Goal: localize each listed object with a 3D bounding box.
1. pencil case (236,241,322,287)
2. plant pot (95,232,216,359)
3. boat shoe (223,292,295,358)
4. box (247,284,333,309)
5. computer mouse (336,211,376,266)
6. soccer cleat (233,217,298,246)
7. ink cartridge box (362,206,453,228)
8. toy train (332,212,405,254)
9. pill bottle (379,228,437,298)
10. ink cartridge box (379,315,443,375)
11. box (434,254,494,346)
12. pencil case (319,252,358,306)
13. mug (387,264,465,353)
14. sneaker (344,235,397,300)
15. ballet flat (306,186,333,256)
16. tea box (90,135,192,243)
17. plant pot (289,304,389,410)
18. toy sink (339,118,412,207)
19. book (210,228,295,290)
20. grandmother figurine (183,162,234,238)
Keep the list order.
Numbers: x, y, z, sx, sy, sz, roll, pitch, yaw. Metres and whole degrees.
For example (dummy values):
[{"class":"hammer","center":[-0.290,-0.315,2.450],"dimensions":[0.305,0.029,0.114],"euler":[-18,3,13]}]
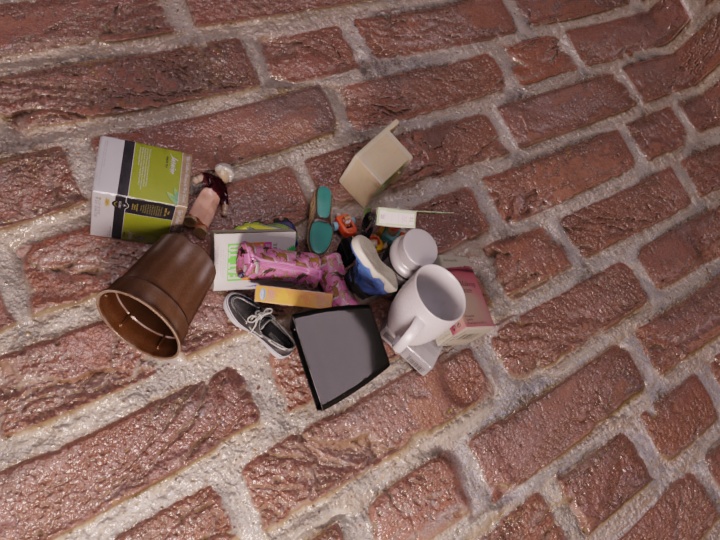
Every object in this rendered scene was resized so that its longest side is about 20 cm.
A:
[{"class":"pencil case","center":[-0.183,-0.012,1.469],"dimensions":[0.195,0.083,0.088],"euler":[9,45,-32]},{"class":"plant pot","center":[-0.414,0.042,1.365],"dimensions":[0.197,0.201,0.201],"euler":[33,51,-7]},{"class":"boat shoe","center":[-0.229,0.119,1.479],"dimensions":[0.200,0.068,0.074],"euler":[47,58,0]},{"class":"box","center":[-0.161,0.060,1.470],"dimensions":[0.193,0.119,0.043],"euler":[5,87,-5]},{"class":"computer mouse","center":[-0.006,-0.074,1.590],"dimensions":[0.033,0.200,0.060],"euler":[-5,62,-34]},{"class":"soccer cleat","center":[-0.238,-0.072,1.557],"dimensions":[0.195,0.065,0.085],"euler":[-14,65,-30]},{"class":"ink cartridge box","center":[0.114,-0.129,1.608],"dimensions":[0.193,0.145,0.050],"euler":[5,93,-15]},{"class":"toy train","center":[0.029,-0.114,1.689],"dimensions":[0.195,0.056,0.153],"euler":[-13,60,-30]},{"class":"pill bottle","center":[0.106,-0.018,1.614],"dimensions":[0.110,0.200,0.118],"euler":[9,64,-20]},{"class":"ink cartridge box","center":[0.148,0.144,1.666],"dimensions":[0.159,0.047,0.201],"euler":[41,43,-3]},{"class":"box","center":[0.237,0.077,1.659],"dimensions":[0.125,0.108,0.205],"euler":[3,60,-43]},{"class":"pencil case","center":[-0.050,0.060,1.577],"dimensions":[0.085,0.082,0.205],"euler":[-9,71,-47]},{"class":"mug","center":[0.133,0.111,1.521],"dimensions":[0.147,0.176,0.201],"euler":[40,46,-3]},{"class":"sneaker","center":[0.000,0.001,1.506],"dimensions":[0.200,0.108,0.079],"euler":[46,33,-49]},{"class":"ballet flat","center":[-0.103,-0.114,1.638],"dimensions":[0.068,0.065,0.206],"euler":[16,60,-16]},{"class":"tea box","center":[-0.477,-0.164,1.411],"dimensions":[0.191,0.200,0.138],"euler":[10,64,-21]},{"class":"plant pot","center":[-0.043,0.176,1.424],"dimensions":[0.172,0.200,0.205],"euler":[-19,82,-10]},{"class":"toy sink","center":[0.057,-0.287,1.751],"dimensions":[0.112,0.130,0.200],"euler":[44,57,0]},{"class":"book","center":[-0.250,-0.026,1.517],"dimensions":[0.194,0.048,0.138],"euler":[-4,105,-25]},{"class":"grandmother figurine","center":[-0.359,-0.183,1.556],"dimensions":[0.123,0.059,0.204],"euler":[59,40,-41]}]
